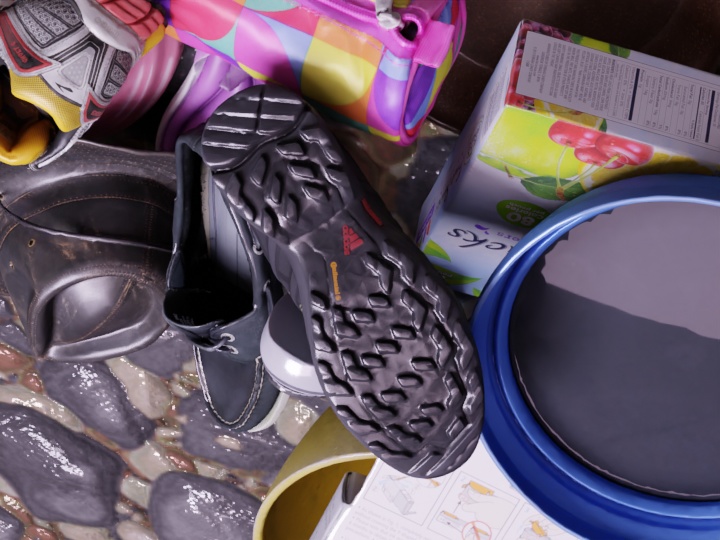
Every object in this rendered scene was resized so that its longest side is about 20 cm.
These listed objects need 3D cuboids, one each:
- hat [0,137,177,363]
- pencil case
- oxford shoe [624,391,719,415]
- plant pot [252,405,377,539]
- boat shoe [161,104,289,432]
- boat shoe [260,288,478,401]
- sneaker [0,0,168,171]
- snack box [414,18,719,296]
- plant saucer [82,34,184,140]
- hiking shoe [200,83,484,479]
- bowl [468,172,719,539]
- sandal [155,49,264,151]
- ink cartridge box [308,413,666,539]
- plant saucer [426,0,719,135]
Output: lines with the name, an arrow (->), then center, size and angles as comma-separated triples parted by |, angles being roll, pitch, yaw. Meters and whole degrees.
hat -> -0.150, 0.004, 0.953 | 0.200, 0.081, 0.201 | -3, 155, -1
pencil case -> -0.044, -0.131, 0.791 | 0.200, 0.088, 0.089 | 24, 136, 12
oxford shoe -> 0.211, 0.028, 0.843 | 0.200, 0.073, 0.071 | -15, 171, 12
plant pot -> 0.051, 0.123, 1.002 | 0.199, 0.142, 0.200 | 9, 134, 9
boat shoe -> -0.072, 0.006, 0.882 | 0.074, 0.066, 0.200 | 33, 129, 30
boat shoe -> 0.002, 0.040, 0.905 | 0.070, 0.200, 0.066 | 30, 115, 14
sneaker -> -0.168, -0.090, 0.815 | 0.078, 0.082, 0.200 | 36, 158, -18
snack box -> 0.115, -0.036, 0.844 | 0.142, 0.053, 0.200 | 16, 155, -5
plant saucer -> -0.193, -0.139, 0.898 | 0.200, 0.051, 0.201 | 9, 133, 9
hiking shoe -> 0.000, 0.000, 0.796 | 0.076, 0.101, 0.200 | -27, 98, 7
bowl -> 0.148, 0.047, 0.787 | 0.200, 0.039, 0.201 | 8, 121, 13
sandal -> -0.055, -0.102, 0.889 | 0.082, 0.050, 0.203 | 23, 134, -4
ink cartridge box -> 0.078, 0.158, 0.900 | 0.200, 0.044, 0.174 | 26, 109, -7
plant saucer -> 0.082, -0.146, 0.815 | 0.200, 0.037, 0.201 | 9, 135, 9
